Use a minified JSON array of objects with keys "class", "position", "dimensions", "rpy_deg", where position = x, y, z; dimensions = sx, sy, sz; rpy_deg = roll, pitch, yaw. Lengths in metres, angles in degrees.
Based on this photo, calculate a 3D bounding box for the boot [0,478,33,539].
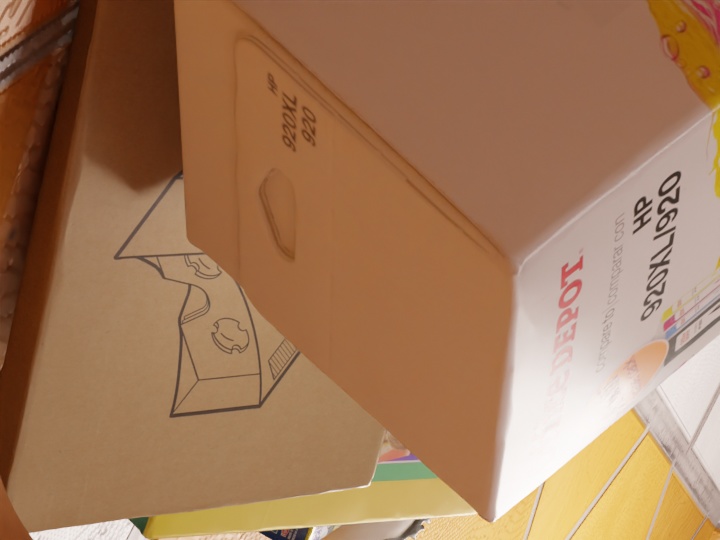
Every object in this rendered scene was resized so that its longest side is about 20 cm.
[{"class":"boot","position":[-0.094,0.127,0.798],"dimensions":[0.077,0.155,0.200],"rpy_deg":[-46,156,-45]}]

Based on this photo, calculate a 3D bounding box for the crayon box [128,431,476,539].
[{"class":"crayon box","position":[0.000,0.000,0.954],"dimensions":[0.172,0.058,0.201],"rpy_deg":[2,117,-41]}]

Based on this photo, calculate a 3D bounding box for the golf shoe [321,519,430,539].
[{"class":"golf shoe","position":[0.013,0.044,1.189],"dimensions":[0.088,0.077,0.201],"rpy_deg":[22,91,-54]}]

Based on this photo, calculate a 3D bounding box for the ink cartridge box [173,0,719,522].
[{"class":"ink cartridge box","position":[0.063,-0.058,0.755],"dimensions":[0.200,0.145,0.147],"rpy_deg":[-37,154,-22]}]

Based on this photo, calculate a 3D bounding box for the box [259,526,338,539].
[{"class":"box","position":[-0.006,0.013,1.065],"dimensions":[0.070,0.064,0.201],"rpy_deg":[-25,139,-64]}]

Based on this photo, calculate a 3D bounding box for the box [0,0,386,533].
[{"class":"box","position":[-0.041,-0.006,0.856],"dimensions":[0.163,0.021,0.201],"rpy_deg":[-4,121,-37]}]
